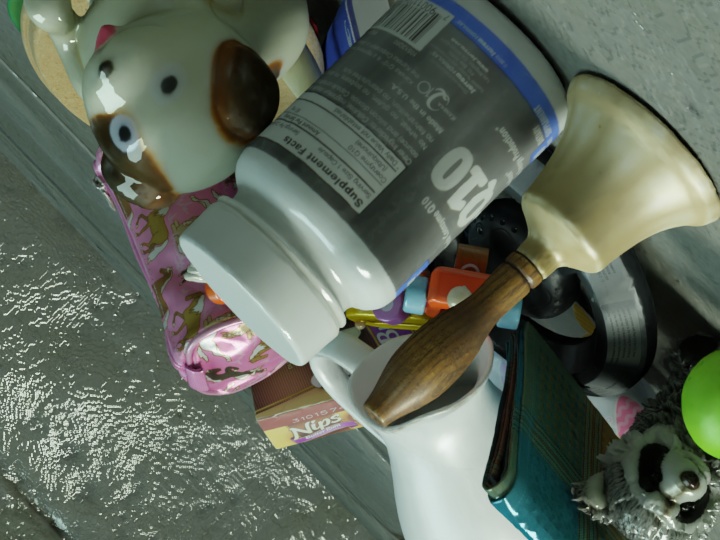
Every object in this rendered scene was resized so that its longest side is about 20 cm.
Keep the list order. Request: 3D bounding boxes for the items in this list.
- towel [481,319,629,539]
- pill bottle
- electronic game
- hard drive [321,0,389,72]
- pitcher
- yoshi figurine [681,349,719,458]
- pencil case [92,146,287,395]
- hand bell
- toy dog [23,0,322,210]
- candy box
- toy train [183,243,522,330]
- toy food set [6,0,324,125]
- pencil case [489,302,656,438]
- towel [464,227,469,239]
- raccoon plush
[{"bbox_3d":[0.137,0.143,1.507,0.200,0.022,0.147,51,-150,-28],"label":"towel"},{"bbox_3d":[0.006,-0.052,1.368,0.114,0.200,0.114,43,170,9],"label":"pill bottle"},{"bbox_3d":[0.099,-0.008,1.540,0.200,0.042,0.200,39,152,26],"label":"electronic game"},{"bbox_3d":[0.005,-0.087,1.566,0.200,0.025,0.132,132,125,-80],"label":"hard drive"},{"bbox_3d":[0.058,0.122,1.600,0.172,0.121,0.200,20,149,52],"label":"pitcher"},{"bbox_3d":[0.241,0.106,1.364,0.200,0.112,0.112,41,154,36],"label":"yoshi figurine"},{"bbox_3d":[-0.108,-0.015,1.686,0.083,0.087,0.200,20,-144,-49],"label":"pencil case"},{"bbox_3d":[0.078,0.005,1.306,0.104,0.200,0.104,43,169,10],"label":"hand bell"},{"bbox_3d":[-0.103,-0.120,1.445,0.194,0.140,0.200,54,-158,-26],"label":"toy dog"},{"bbox_3d":[-0.025,0.009,1.726,0.056,0.117,0.200,62,-165,-59],"label":"candy box"},{"bbox_3d":[0.000,0.000,1.550,0.200,0.056,0.150,9,170,5],"label":"toy train"},{"bbox_3d":[-0.121,-0.143,1.612,0.200,0.049,0.198,22,142,-15],"label":"toy food set"},{"bbox_3d":[0.125,0.070,1.668,0.200,0.091,0.083,51,-155,4],"label":"pencil case"},{"bbox_3d":[0.126,0.047,1.796,0.200,0.024,0.147,42,170,22],"label":"towel"},{"bbox_3d":[0.188,0.125,1.529,0.097,0.134,0.200,41,169,16],"label":"raccoon plush"}]
